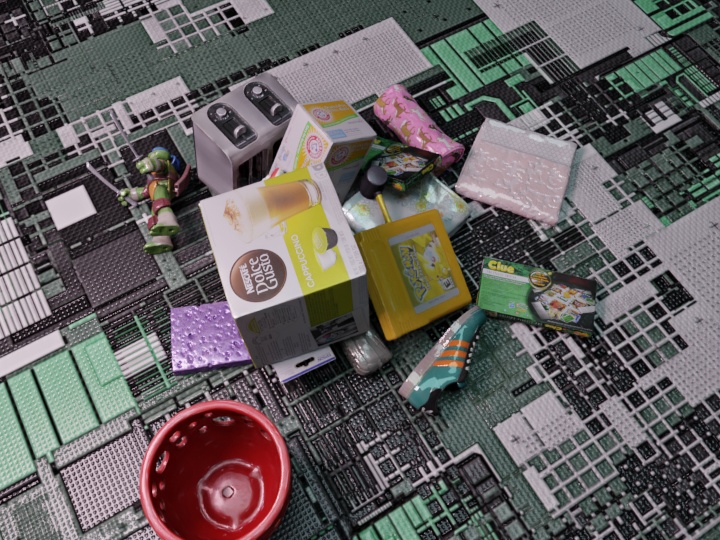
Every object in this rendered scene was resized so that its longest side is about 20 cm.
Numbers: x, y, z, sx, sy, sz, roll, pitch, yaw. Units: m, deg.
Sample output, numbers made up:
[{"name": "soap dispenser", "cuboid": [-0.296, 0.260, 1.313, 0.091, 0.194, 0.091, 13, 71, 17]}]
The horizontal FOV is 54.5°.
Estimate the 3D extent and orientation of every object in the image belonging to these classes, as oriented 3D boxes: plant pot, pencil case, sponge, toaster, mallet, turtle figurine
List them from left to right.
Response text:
[{"name": "turtle figurine", "cuboid": [-0.394, -0.138, 1.235, 0.143, 0.200, 0.195, -27, 66, 23]}, {"name": "plant pot", "cuboid": [-0.191, 0.305, 0.983, 0.198, 0.183, 0.202, 0, 62, -1]}, {"name": "sponge", "cuboid": [-0.216, 0.106, 1.173, 0.198, 0.030, 0.112, -7, 64, -6]}, {"name": "toaster", "cuboid": [-0.205, -0.225, 1.264, 0.180, 0.200, 0.119, -38, 71, -27]}, {"name": "mallet", "cuboid": [0.051, -0.085, 1.187, 0.041, 0.066, 0.201, -16, 69, -18]}, {"name": "pencil case", "cuboid": [0.110, -0.272, 1.345, 0.083, 0.087, 0.200, -40, 70, 0]}]

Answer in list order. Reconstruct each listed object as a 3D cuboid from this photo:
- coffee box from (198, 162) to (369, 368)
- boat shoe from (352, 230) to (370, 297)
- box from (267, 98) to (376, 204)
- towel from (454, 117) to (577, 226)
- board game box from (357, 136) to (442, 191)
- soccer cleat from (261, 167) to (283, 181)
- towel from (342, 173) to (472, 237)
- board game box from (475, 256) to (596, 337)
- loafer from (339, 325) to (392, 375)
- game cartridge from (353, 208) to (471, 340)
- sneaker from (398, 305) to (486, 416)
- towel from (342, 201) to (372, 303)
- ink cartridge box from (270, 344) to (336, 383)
[{"name": "coffee box", "cuboid": [-0.110, -0.002, 1.058, 0.196, 0.200, 0.201, -18, 64, -7]}, {"name": "boat shoe", "cuboid": [-0.001, -0.001, 1.192, 0.065, 0.075, 0.202, -37, 67, -5]}, {"name": "box", "cuboid": [-0.075, -0.185, 1.214, 0.112, 0.201, 0.102, -19, 60, -43]}, {"name": "towel", "cuboid": [0.302, -0.194, 1.337, 0.198, 0.032, 0.192, 19, 64, 10]}, {"name": "board game box", "cuboid": [0.044, -0.202, 1.285, 0.105, 0.024, 0.199, -40, 42, -23]}, {"name": "soccer cleat", "cuboid": [-0.153, -0.076, 1.206, 0.085, 0.069, 0.201, 19, 102, -2]}, {"name": "towel", "cuboid": [0.082, -0.103, 1.263, 0.171, 0.048, 0.200, 43, 65, 14]}, {"name": "board game box", "cuboid": [0.304, 0.044, 1.209, 0.198, 0.024, 0.106, 13, 64, 5]}, {"name": "loafer", "cuboid": [-0.019, 0.080, 1.172, 0.069, 0.070, 0.201, -26, 73, -20]}, {"name": "game cartridge", "cuboid": [0.087, 0.001, 1.147, 0.199, 0.032, 0.178, -20, 88, -43]}, {"name": "sneaker", "cuboid": [0.152, 0.149, 1.138, 0.080, 0.071, 0.200, 39, 74, 14]}, {"name": "towel", "cuboid": [-0.003, -0.037, 1.257, 0.085, 0.018, 0.202, 5, 62, 0]}, {"name": "ink cartridge box", "cuboid": [-0.124, 0.086, 1.148, 0.099, 0.039, 0.201, -22, 64, -13]}]
